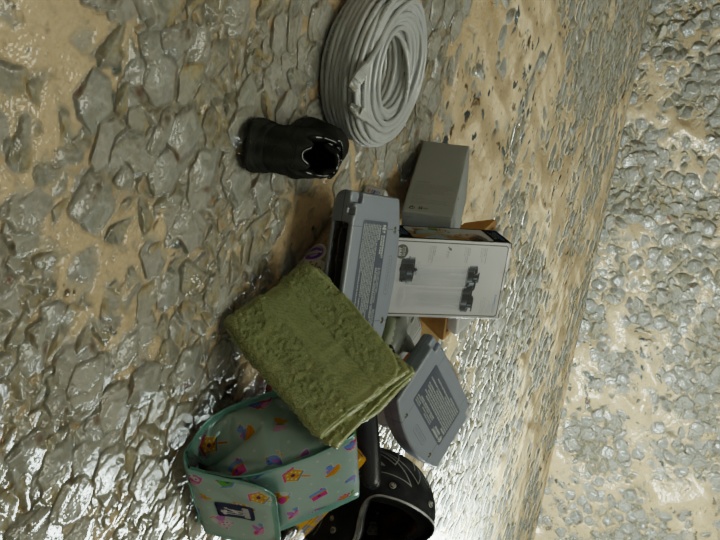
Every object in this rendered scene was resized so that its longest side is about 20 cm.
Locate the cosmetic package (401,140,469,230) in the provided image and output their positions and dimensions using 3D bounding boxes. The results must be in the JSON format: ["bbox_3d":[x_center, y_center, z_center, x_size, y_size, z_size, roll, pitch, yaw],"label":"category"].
[{"bbox_3d":[0.116,-0.098,1.444,0.201,0.080,0.114,-70,164,-48],"label":"cosmetic package"}]

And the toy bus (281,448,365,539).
[{"bbox_3d":[-0.077,0.301,1.243,0.200,0.065,0.078,-46,155,-2],"label":"toy bus"}]

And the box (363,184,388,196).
[{"bbox_3d":[0.000,0.000,1.359,0.202,0.036,0.145,-64,155,-19],"label":"box"}]

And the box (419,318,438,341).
[{"bbox_3d":[0.124,0.060,1.700,0.163,0.021,0.203,-6,110,-66],"label":"box"}]

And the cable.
[{"bbox_3d":[0.021,-0.258,1.199,0.203,0.068,0.200,-68,157,-15],"label":"cable"}]

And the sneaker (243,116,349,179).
[{"bbox_3d":[-0.053,-0.133,1.082,0.199,0.089,0.077,-23,124,-63],"label":"sneaker"}]

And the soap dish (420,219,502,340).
[{"bbox_3d":[0.177,0.009,1.654,0.200,0.080,0.160,-37,138,-55],"label":"soap dish"}]

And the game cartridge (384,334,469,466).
[{"bbox_3d":[0.098,0.204,1.415,0.134,0.041,0.201,-50,139,-20],"label":"game cartridge"}]

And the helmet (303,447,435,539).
[{"bbox_3d":[0.012,0.358,1.406,0.191,0.199,0.201,-51,151,-14],"label":"helmet"}]

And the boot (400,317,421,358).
[{"bbox_3d":[0.031,0.111,1.480,0.201,0.073,0.097,-54,137,-44],"label":"boot"}]

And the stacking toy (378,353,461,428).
[{"bbox_3d":[0.074,0.210,1.501,0.200,0.144,0.149,-24,127,-69],"label":"stacking toy"}]

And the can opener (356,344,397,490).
[{"bbox_3d":[0.011,0.195,1.284,0.063,0.077,0.203,53,35,-62],"label":"can opener"}]

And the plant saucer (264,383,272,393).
[{"bbox_3d":[-0.075,0.167,1.277,0.201,0.050,0.203,-46,144,-49],"label":"plant saucer"}]

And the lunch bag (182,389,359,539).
[{"bbox_3d":[-0.106,0.232,1.109,0.197,0.123,0.172,-21,145,-15],"label":"lunch bag"}]

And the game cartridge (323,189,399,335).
[{"bbox_3d":[0.000,0.004,1.190,0.133,0.041,0.204,0,99,-64],"label":"game cartridge"}]

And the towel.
[{"bbox_3d":[-0.049,0.093,1.078,0.148,0.200,0.037,-35,160,-28],"label":"towel"}]

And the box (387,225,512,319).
[{"bbox_3d":[0.105,0.003,1.322,0.060,0.197,0.119,-129,-137,-65],"label":"box"}]

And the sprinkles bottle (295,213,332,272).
[{"bbox_3d":[-0.048,0.002,1.208,0.201,0.067,0.069,-57,152,-34],"label":"sprinkles bottle"}]

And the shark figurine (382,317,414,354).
[{"bbox_3d":[0.041,0.125,1.396,0.089,0.127,0.217,38,64,-36],"label":"shark figurine"}]
